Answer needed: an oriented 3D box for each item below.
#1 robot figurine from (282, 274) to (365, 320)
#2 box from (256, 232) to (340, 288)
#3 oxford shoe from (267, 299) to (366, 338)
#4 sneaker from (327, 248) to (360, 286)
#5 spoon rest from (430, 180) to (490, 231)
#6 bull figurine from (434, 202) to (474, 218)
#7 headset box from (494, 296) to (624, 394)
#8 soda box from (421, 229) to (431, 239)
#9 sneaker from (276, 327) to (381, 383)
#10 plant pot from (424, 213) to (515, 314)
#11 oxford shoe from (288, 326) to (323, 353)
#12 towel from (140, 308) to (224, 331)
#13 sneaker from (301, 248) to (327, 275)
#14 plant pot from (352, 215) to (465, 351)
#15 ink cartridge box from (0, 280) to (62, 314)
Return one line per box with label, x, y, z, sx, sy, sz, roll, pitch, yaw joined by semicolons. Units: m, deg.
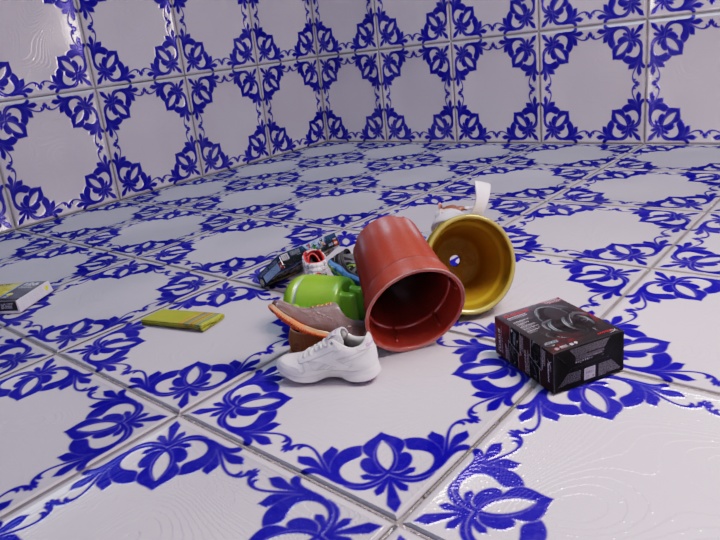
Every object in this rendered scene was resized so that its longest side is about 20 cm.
robot figurine;-0.080;0.070;1.396;0.194;0.120;0.175;3;20;28
box;-0.162;-0.027;1.723;0.197;0.038;0.136;-25;-9;-40
oxford shoe;-0.079;0.090;1.243;0.195;0.075;0.071;24;-9;-11
sneaker;0.000;0.000;1.450;0.083;0.071;0.198;-44;39;-11
spoon rest;0.227;-0.121;1.478;0.096;0.062;0.201;8;-28;-18
bull figurine;0.274;-0.151;1.895;0.117;0.068;0.200;-1;-7;7
headset box;0.338;0.122;1.156;0.144;0.080;0.200;-13;21;-17
soda box;0.181;-0.064;1.768;0.196;0.066;0.067;-18;21;-32
sneaker;-0.060;0.148;1.192;0.193;0.103;0.075;-4;21;13
plant pot;0.221;-0.017;1.441;0.194;0.208;0.189;-7;3;-2
oxford shoe;-0.047;0.126;1.297;0.193;0.074;0.071;-8;17;-8
towel;-0.420;0.115;1.553;0.194;0.019;0.086;2;15;28
sneaker;-0.113;-0.006;1.637;0.065;0.112;0.202;-9;19;-8
plant pot;0.078;0.012;1.273;0.194;0.205;0.198;-10;43;-11
ink cartridge box;-0.985;0.067;1.855;0.191;0.048;0.201;-5;22;11
